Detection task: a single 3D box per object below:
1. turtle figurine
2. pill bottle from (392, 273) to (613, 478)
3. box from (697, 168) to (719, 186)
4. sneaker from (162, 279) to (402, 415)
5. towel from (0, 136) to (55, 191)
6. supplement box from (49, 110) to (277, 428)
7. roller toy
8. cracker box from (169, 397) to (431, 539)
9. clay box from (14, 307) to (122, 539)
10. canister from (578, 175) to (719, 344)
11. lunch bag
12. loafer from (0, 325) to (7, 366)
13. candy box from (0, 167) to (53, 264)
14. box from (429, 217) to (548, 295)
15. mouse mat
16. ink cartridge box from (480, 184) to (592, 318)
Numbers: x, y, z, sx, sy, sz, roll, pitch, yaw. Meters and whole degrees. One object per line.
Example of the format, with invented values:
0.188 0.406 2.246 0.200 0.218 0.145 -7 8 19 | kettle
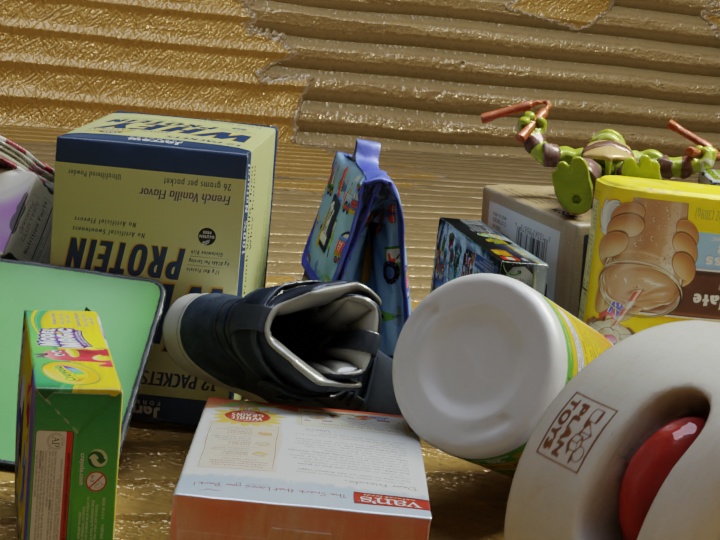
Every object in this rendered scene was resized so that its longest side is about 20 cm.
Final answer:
0.186 -0.084 1.248 0.199 0.065 0.161 12 18 6 | turtle figurine
0.111 0.079 1.009 0.111 0.112 0.200 12 -9 31 | pill bottle
0.276 0.026 1.249 0.035 0.201 0.110 7 11 5 | box
-0.010 0.063 1.040 0.202 0.077 0.146 21 -19 -36 | sneaker
-0.318 -0.097 1.199 0.144 0.023 0.200 4 -18 38 | towel
-0.144 -0.007 1.173 0.134 0.201 0.200 5 11 2 | supplement box
0.162 0.117 0.697 0.182 0.201 0.140 -14 17 -23 | roller toy
-0.032 0.128 0.894 0.133 0.058 0.200 6 9 -1 | cracker box
-0.161 0.092 0.851 0.047 0.115 0.200 3 10 -15 | clay box
0.226 0.039 1.141 0.148 0.201 0.087 5 9 -5 | canister
0.000 0.000 1.220 0.094 0.201 0.151 5 10 -9 | lunch bag
-0.258 0.063 1.132 0.063 0.072 0.200 -13 7 0 | loafer
-0.300 -0.020 1.265 0.167 0.072 0.200 12 -18 20 | candy box
0.092 0.042 1.226 0.040 0.138 0.200 4 10 -11 | box
-0.238 0.056 1.025 0.199 0.008 0.161 7 51 6 | mouse mat
0.160 0.025 1.280 0.075 0.166 0.200 1 11 -17 | ink cartridge box
